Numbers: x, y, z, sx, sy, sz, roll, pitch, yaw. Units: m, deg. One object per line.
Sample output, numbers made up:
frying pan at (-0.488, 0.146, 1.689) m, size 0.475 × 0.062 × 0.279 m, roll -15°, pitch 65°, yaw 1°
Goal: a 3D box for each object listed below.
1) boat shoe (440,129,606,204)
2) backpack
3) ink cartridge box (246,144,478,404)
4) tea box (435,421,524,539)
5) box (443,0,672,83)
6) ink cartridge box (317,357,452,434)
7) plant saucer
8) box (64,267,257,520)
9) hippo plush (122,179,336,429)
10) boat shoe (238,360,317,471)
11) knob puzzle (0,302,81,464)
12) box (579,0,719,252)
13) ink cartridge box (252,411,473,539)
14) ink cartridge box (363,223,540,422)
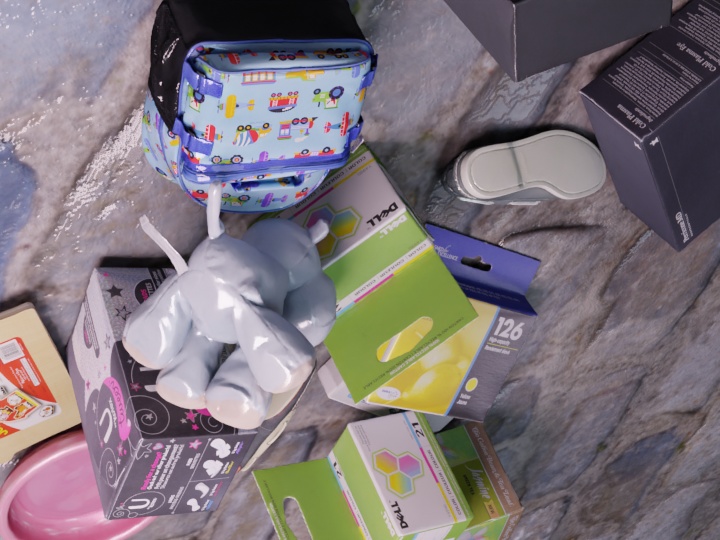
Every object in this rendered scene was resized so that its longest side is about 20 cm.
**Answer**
boat shoe at (0.171, -0.104, 1.227) m, size 0.199 × 0.073 × 0.062 m, roll -7°, pitch 177°, yaw -34°
backpack at (-0.091, -0.126, 0.983) m, size 0.182 × 0.135 × 0.201 m, roll -4°, pitch 135°, yaw -26°
ink cartridge box at (0.000, 0.000, 1.105) m, size 0.148 × 0.200 × 0.076 m, roll -35°, pitch 138°, yaw 5°
tea box at (0.077, 0.313, 1.481) m, size 0.196 × 0.134 × 0.200 m, roll -17°, pitch 149°, yaw -16°
box at (0.136, -0.254, 0.937) m, size 0.141 × 0.200 × 0.079 m, roll -24°, pitch 139°, yaw -9°
ink cartridge box at (0.077, 0.100, 1.366) m, size 0.200 × 0.045 × 0.176 m, roll 25°, pitch 116°, yaw -43°
plant saucer at (-0.295, 0.229, 1.265) m, size 0.200 × 0.051 × 0.201 m, roll -18°, pitch 139°, yaw -16°
box at (-0.192, 0.110, 1.091) m, size 0.114 × 0.201 × 0.132 m, roll 0°, pitch 137°, yaw -31°
hippo plush at (-0.106, 0.022, 1.015) m, size 0.159 × 0.161 × 0.201 m, roll -21°, pitch 99°, yaw 27°
boat shoe at (-0.106, 0.155, 1.293) m, size 0.062 × 0.071 × 0.200 m, roll 14°, pitch 124°, yaw -46°
knob puzzle at (-0.382, 0.121, 1.129) m, size 0.219 × 0.031 × 0.220 m, roll -17°, pitch 137°, yaw -16°
box at (0.348, -0.155, 1.217) m, size 0.182 × 0.104 × 0.200 m, roll -39°, pitch 138°, yaw -3°
ink cartridge box at (0.003, 0.250, 1.305) m, size 0.199 × 0.148 × 0.076 m, roll -5°, pitch 144°, yaw -33°
ink cartridge box at (0.108, 0.066, 1.311) m, size 0.197 × 0.047 × 0.201 m, roll 15°, pitch 107°, yaw -40°
